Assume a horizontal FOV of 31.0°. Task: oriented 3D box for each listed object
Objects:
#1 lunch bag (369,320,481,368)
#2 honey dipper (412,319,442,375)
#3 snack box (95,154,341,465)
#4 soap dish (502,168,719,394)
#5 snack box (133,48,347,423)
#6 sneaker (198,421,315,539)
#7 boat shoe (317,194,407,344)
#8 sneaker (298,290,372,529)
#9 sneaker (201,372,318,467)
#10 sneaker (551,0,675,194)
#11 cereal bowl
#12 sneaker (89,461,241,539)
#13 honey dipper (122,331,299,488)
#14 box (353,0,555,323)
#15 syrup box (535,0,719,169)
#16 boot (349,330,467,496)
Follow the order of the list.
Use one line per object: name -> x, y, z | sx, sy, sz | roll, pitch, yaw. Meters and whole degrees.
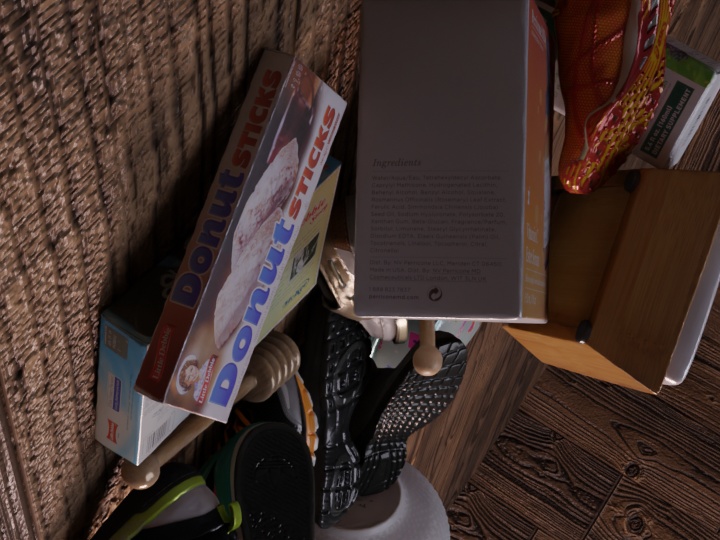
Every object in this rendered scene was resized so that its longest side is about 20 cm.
lunch bag -> 0.083, 0.028, 1.339 | 0.200, 0.077, 0.161 | -46, 160, -42
honey dipper -> 0.049, -0.018, 0.987 | 0.038, 0.038, 0.201 | 70, 18, -73
snack box -> -0.086, 0.016, 0.807 | 0.200, 0.037, 0.116 | -46, 160, -41
soap dish -> 0.183, -0.001, 0.957 | 0.200, 0.081, 0.158 | -171, -79, -75
snack box -> -0.065, -0.018, 0.727 | 0.072, 0.024, 0.201 | 32, 77, -63
sneaker -> -0.082, 0.206, 0.929 | 0.121, 0.083, 0.201 | 169, -73, -72
boat shoe -> 0.000, 0.000, 1.004 | 0.200, 0.068, 0.075 | 79, 5, -61
sneaker -> -0.046, 0.111, 1.082 | 0.076, 0.090, 0.201 | -5, 104, -60
sneaker -> -0.087, 0.157, 1.025 | 0.077, 0.078, 0.201 | 2, 107, -26
sneaker -> 0.164, -0.151, 0.879 | 0.073, 0.077, 0.201 | -5, 111, -50
cereal bowl -> -0.013, 0.230, 1.196 | 0.200, 0.199, 0.084 | -45, 151, -43
sneaker -> -0.154, 0.218, 0.866 | 0.200, 0.083, 0.072 | -51, 166, 18
honey dipper -> -0.102, 0.094, 0.879 | 0.200, 0.038, 0.038 | -38, 155, -58
box -> 0.066, -0.067, 0.850 | 0.152, 0.106, 0.201 | 7, 85, -75
syrup box -> 0.160, -0.158, 0.953 | 0.079, 0.200, 0.081 | -64, 165, 20
boot -> 0.010, 0.093, 1.143 | 0.067, 0.131, 0.200 | 1, 135, -34
